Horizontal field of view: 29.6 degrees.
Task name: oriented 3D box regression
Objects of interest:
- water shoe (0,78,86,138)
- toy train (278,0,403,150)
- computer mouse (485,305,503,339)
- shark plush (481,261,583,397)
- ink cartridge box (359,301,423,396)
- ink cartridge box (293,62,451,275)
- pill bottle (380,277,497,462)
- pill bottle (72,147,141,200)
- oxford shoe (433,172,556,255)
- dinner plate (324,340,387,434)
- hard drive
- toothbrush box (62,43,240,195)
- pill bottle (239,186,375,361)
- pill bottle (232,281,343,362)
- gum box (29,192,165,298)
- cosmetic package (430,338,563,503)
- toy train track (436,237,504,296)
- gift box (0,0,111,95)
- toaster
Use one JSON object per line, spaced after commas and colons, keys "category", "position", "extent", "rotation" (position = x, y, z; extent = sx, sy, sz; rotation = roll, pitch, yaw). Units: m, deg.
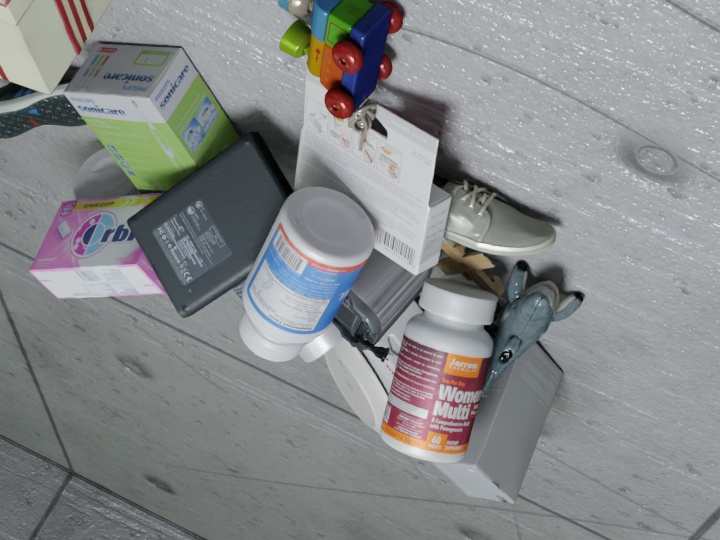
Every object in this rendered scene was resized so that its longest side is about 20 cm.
{"category": "water shoe", "position": [-0.406, -0.230, 1.765], "extent": [0.198, 0.079, 0.072], "rotation": [-8, 147, 13]}
{"category": "toy train", "position": [-0.034, -0.210, 1.391], "extent": [0.115, 0.085, 0.201], "rotation": [35, 149, 13]}
{"category": "computer mouse", "position": [0.119, 0.128, 1.736], "extent": [0.109, 0.201, 0.044], "rotation": [22, 168, 4]}
{"category": "shark plush", "position": [0.178, 0.075, 1.640], "extent": [0.091, 0.083, 0.200], "rotation": [37, 129, -7]}
{"category": "ink cartridge box", "position": [0.065, 0.138, 1.871], "extent": [0.146, 0.084, 0.200], "rotation": [52, 162, 22]}
{"category": "ink cartridge box", "position": [0.014, -0.117, 1.504], "extent": [0.199, 0.045, 0.177], "rotation": [34, 133, 30]}
{"category": "pill bottle", "position": [0.097, 0.118, 1.629], "extent": [0.109, 0.202, 0.110], "rotation": [13, -170, -2]}
{"category": "pill bottle", "position": [-0.313, -0.073, 1.904], "extent": [0.110, 0.111, 0.201], "rotation": [15, 151, 27]}
{"category": "oxford shoe", "position": [0.123, -0.068, 1.522], "extent": [0.199, 0.075, 0.058], "rotation": [20, 126, 18]}
{"category": "dinner plate", "position": [-0.007, 0.162, 1.935], "extent": [0.201, 0.024, 0.201], "rotation": [52, 163, 23]}
{"category": "hard drive", "position": [-0.167, -0.053, 1.620], "extent": [0.199, 0.033, 0.140], "rotation": [-32, 85, 21]}
{"category": "toothbrush box", "position": [-0.244, -0.176, 1.673], "extent": [0.145, 0.086, 0.200], "rotation": [9, 149, 35]}
{"category": "pill bottle", "position": [-0.068, 0.010, 1.539], "extent": [0.112, 0.113, 0.200], "rotation": [29, 134, -2]}
{"category": "pill bottle", "position": [-0.098, 0.015, 1.781], "extent": [0.200, 0.120, 0.119], "rotation": [52, 150, -10]}
{"category": "gum box", "position": [-0.315, -0.031, 1.749], "extent": [0.199, 0.114, 0.066], "rotation": [-2, 144, 33]}
{"category": "cosmetic package", "position": [0.178, 0.189, 1.772], "extent": [0.090, 0.201, 0.107], "rotation": [4, 147, 44]}
{"category": "toy train track", "position": [0.103, -0.046, 1.625], "extent": [0.200, 0.033, 0.115], "rotation": [44, 159, -16]}
{"category": "gift box", "position": [-0.397, -0.320, 1.455], "extent": [0.198, 0.186, 0.187], "rotation": [16, 154, 12]}
{"category": "toaster", "position": [0.000, 0.000, 1.663], "extent": [0.200, 0.129, 0.114], "rotation": [41, 157, 10]}
